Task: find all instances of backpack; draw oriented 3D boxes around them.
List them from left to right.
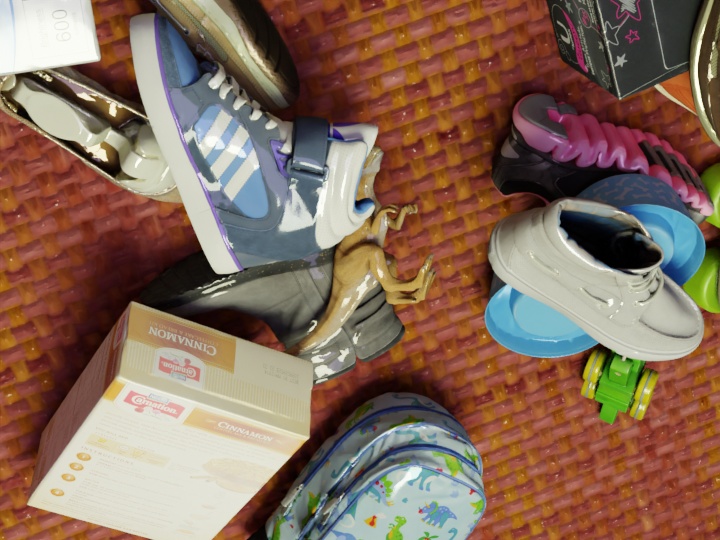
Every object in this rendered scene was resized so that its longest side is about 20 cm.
[{"bbox_3d":[0.021,0.204,1.105,0.163,0.154,0.200,32,90,-18],"label":"backpack"}]

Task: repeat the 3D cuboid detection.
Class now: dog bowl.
[{"bbox_3d":[0.186,-0.005,1.054,0.111,0.050,0.200,28,131,-27],"label":"dog bowl"}]

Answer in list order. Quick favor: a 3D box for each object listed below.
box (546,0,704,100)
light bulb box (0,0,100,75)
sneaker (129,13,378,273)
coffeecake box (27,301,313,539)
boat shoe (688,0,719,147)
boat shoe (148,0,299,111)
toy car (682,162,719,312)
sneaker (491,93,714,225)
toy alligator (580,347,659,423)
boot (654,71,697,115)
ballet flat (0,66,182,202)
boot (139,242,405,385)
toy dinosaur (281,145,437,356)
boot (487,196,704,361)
[{"bbox_3d":[0.202,-0.253,0.951,0.132,0.115,0.201,-23,120,-5],"label":"box"},{"bbox_3d":[-0.285,-0.228,0.827,0.199,0.125,0.199,-11,116,-11],"label":"light bulb box"},{"bbox_3d":[-0.065,-0.103,0.910,0.146,0.081,0.201,-18,109,2],"label":"sneaker"},{"bbox_3d":[-0.150,0.128,1.005,0.153,0.073,0.200,21,135,-22],"label":"coffeecake box"},{"bbox_3d":[0.277,-0.171,0.904,0.074,0.075,0.203,-13,118,-10],"label":"boat shoe"},{"bbox_3d":[-0.124,-0.189,0.928,0.076,0.072,0.200,-31,111,16],"label":"boat shoe"},{"bbox_3d":[0.408,-0.017,1.097,0.199,0.164,0.159,-11,117,-24],"label":"toy car"},{"bbox_3d":[0.195,-0.071,1.063,0.199,0.079,0.096,19,123,-18],"label":"sneaker"},{"bbox_3d":[0.228,0.077,1.107,0.059,0.200,0.054,22,68,16],"label":"toy alligator"},{"bbox_3d":[0.325,-0.128,1.045,0.199,0.107,0.075,21,105,-24],"label":"boot"},{"bbox_3d":[-0.186,-0.097,0.944,0.199,0.067,0.068,27,105,-24],"label":"ballet flat"},{"bbox_3d":[-0.065,0.040,1.035,0.199,0.070,0.132,-17,115,-6],"label":"boot"},{"bbox_3d":[0.000,0.000,0.995,0.106,0.060,0.201,20,105,11],"label":"toy dinosaur"},{"bbox_3d":[0.197,0.009,0.959,0.199,0.096,0.074,23,69,-21],"label":"boot"}]
